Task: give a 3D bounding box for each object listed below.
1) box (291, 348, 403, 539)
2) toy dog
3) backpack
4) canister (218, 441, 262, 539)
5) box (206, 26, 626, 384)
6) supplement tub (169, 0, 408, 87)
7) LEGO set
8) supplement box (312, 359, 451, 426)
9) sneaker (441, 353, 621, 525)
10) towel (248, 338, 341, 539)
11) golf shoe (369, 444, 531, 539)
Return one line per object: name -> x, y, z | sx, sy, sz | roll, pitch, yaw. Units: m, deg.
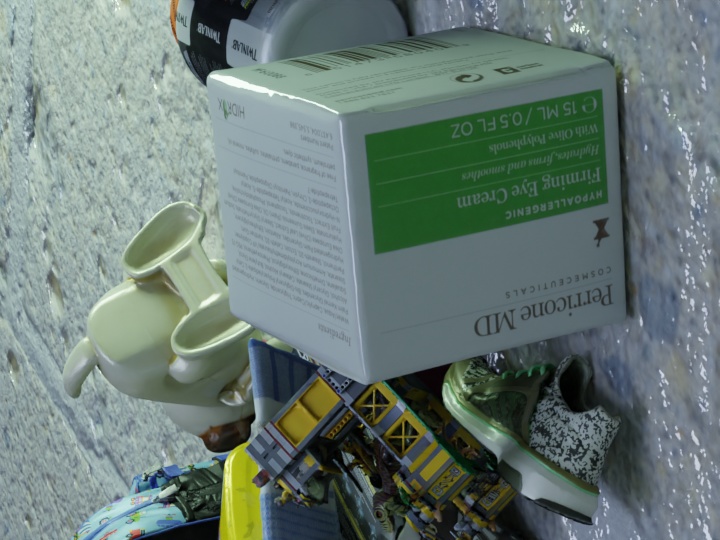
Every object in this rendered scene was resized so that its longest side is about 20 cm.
box -> -0.009, 0.165, 1.823 | 0.201, 0.049, 0.162 | 62, 153, 32
toy dog -> -0.135, 0.075, 1.908 | 0.140, 0.194, 0.200 | 44, 174, 29
backpack -> -0.178, 0.269, 2.045 | 0.135, 0.199, 0.184 | 48, 143, 46
canister -> -0.073, 0.250, 1.814 | 0.201, 0.086, 0.149 | 98, 169, -46
box -> 0.034, -0.048, 1.462 | 0.200, 0.198, 0.173 | 25, 123, 59
supplement tub -> -0.059, -0.174, 1.693 | 0.200, 0.122, 0.124 | 30, 127, 57
LEGO set -> 0.011, 0.137, 1.521 | 0.154, 0.116, 0.200 | 45, -174, 11
supplement box -> 0.000, 0.000, 1.687 | 0.201, 0.085, 0.111 | 64, 152, 28
sneaker -> 0.122, 0.091, 1.521 | 0.089, 0.077, 0.200 | -56, 29, 8
towel -> -0.046, 0.156, 1.597 | 0.147, 0.024, 0.202 | 31, -128, -71
golf shoe -> 0.072, 0.205, 1.620 | 0.201, 0.094, 0.078 | 61, 149, 29
